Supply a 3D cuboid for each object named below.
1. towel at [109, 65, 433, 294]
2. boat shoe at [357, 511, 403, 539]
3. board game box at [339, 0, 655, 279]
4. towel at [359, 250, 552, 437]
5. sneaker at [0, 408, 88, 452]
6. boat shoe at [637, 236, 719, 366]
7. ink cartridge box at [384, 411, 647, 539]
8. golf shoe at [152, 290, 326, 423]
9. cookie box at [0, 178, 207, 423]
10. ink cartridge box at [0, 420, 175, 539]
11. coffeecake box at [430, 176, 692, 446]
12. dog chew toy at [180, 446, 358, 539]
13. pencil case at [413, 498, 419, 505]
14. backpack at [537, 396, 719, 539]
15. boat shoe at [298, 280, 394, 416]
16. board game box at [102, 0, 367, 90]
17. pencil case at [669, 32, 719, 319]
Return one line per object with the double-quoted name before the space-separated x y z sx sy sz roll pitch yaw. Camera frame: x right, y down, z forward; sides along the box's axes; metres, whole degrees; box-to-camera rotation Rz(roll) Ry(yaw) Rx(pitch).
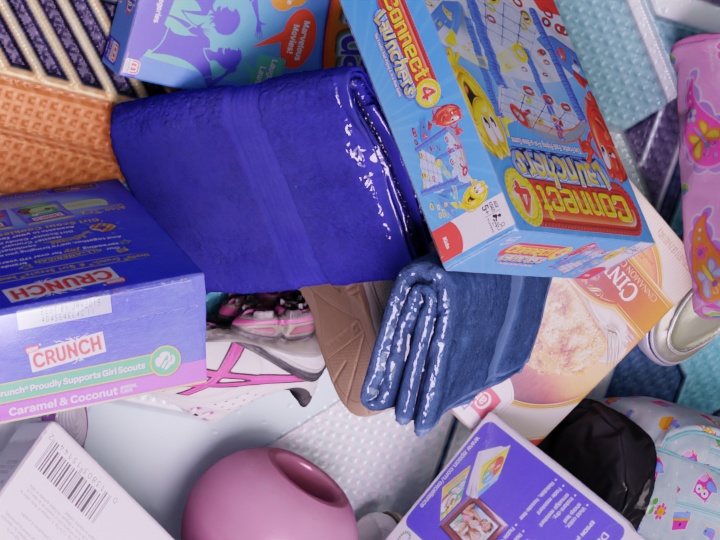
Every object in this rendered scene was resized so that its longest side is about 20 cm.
"towel" -0.055 -0.057 1.446 0.050 0.199 0.149 -49 125 -48
"boat shoe" -0.032 0.258 1.615 0.068 0.075 0.201 22 100 -32
"board game box" 0.088 -0.097 1.432 0.056 0.197 0.199 -29 164 28
"towel" 0.071 0.032 1.441 0.200 0.048 0.113 -19 127 -63
"sneaker" -0.224 0.137 1.507 0.099 0.075 0.201 11 128 18
"boat shoe" 0.278 -0.010 1.650 0.072 0.062 0.200 38 93 -28
"ink cartridge box" 0.089 0.222 1.493 0.198 0.200 0.043 -50 133 -2
"golf shoe" -0.113 0.066 1.515 0.198 0.073 0.093 -6 112 -20
"cookie box" -0.201 0.017 1.390 0.170 0.200 0.076 -10 112 -18
"ink cartridge box" -0.182 0.224 1.403 0.200 0.045 0.177 49 58 -25
"coffeecake box" 0.118 0.013 1.589 0.200 0.073 0.154 -45 119 -1
"dog chew toy" -0.089 0.222 1.559 0.124 0.125 0.201 26 106 -27
"pencil case" 0.101 0.230 1.588 0.083 0.200 0.091 -46 127 0
"backpack" 0.221 0.159 1.640 0.199 0.167 0.127 17 97 -32
"boat shoe" 0.000 0.000 1.505 0.064 0.072 0.201 1 64 -44
"board game box" -0.052 -0.183 1.467 0.199 0.045 0.153 10 104 -26
"pencil case" 0.263 -0.068 1.571 0.087 0.087 0.202 1 77 -22
